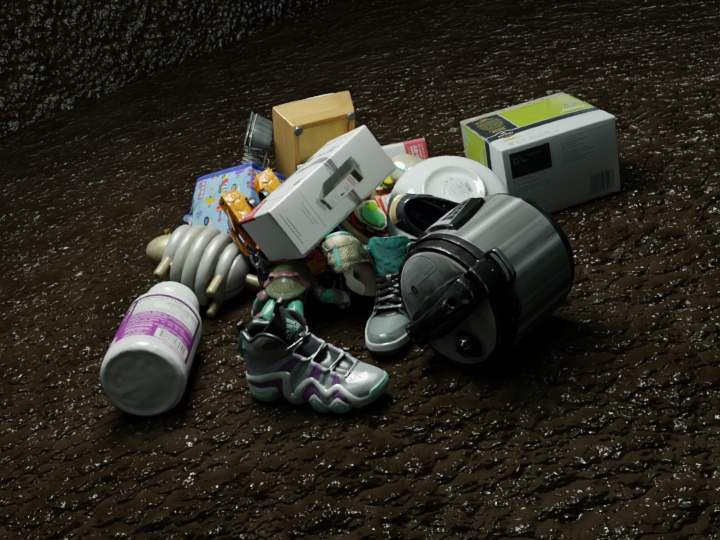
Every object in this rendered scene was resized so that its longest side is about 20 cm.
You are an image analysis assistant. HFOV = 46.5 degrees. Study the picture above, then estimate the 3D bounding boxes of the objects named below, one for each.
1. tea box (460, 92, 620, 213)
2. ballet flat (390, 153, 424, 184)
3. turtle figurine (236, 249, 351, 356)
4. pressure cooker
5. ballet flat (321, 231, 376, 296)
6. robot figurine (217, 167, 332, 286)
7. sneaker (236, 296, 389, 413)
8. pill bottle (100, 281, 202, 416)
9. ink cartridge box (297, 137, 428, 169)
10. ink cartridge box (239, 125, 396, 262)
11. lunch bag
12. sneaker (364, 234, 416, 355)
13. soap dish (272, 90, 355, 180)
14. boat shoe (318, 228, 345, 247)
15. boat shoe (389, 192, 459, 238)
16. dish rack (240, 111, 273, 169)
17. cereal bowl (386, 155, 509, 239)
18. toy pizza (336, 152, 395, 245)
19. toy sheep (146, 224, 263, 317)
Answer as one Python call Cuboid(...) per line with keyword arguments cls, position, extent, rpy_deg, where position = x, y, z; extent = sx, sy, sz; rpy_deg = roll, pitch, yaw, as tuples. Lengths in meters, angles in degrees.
Cuboid(cls="tea box", position=(0.297, -0.194, 1.406), extent=(0.197, 0.135, 0.197), rpy_deg=(-17, 27, -6))
Cuboid(cls="ballet flat", position=(0.134, -0.145, 1.394), extent=(0.198, 0.070, 0.069), rpy_deg=(9, 9, -37))
Cuboid(cls="turtle figurine", position=(-0.100, 0.043, 1.189), extent=(0.148, 0.102, 0.201), rpy_deg=(-10, 34, 22))
Cuboid(cls="pressure cooker", position=(0.144, 0.017, 1.021), extent=(0.177, 0.178, 0.199), rpy_deg=(23, 44, 40))
Cuboid(cls="ballet flat", position=(0.000, 0.000, 1.219), extent=(0.067, 0.076, 0.200), rpy_deg=(-17, -15, 17))
Cuboid(cls="robot figurine", position=(-0.128, -0.052, 1.312), extent=(0.144, 0.201, 0.058), rpy_deg=(-32, -3, -26))
Cuboid(cls="sneaker", position=(-0.068, 0.094, 1.013), extent=(0.197, 0.142, 0.078), rpy_deg=(-2, 28, 25))
Cuboid(cls="pill bottle", position=(-0.277, 0.098, 1.146), extent=(0.111, 0.114, 0.201), rpy_deg=(-11, 25, 5))
Cuboid(cls="ink cartridge box", position=(0.006, -0.172, 1.497), extent=(0.198, 0.085, 0.145), rpy_deg=(-17, 10, -27))
Cuboid(cls="ink cartridge box", position=(-0.064, -0.110, 1.226), extent=(0.200, 0.083, 0.146), rpy_deg=(-45, 15, -21))
Cuboid(cls="lunch bag", position=(-0.238, -0.093, 1.457), extent=(0.198, 0.153, 0.094), rpy_deg=(-2, -11, 36))
Cuboid(cls="sneaker", position=(0.043, 0.015, 1.135), extent=(0.082, 0.122, 0.201), rpy_deg=(-5, 28, 17))
Cuboid(cls="soap dish", position=(-0.081, -0.221, 1.572), extent=(0.156, 0.202, 0.081), rpy_deg=(-17, 37, -24))
Cuboid(cls="boat shoe", position=(-0.050, -0.070, 1.421), extent=(0.071, 0.061, 0.201), rpy_deg=(-22, 27, -14))
Cuboid(cls="boat shoe", position=(0.136, -0.057, 1.158), extent=(0.197, 0.076, 0.062), rpy_deg=(19, -4, -6))
Cuboid(cls="dish rack", position=(-0.204, -0.180, 1.568), extent=(0.054, 0.202, 0.154), rpy_deg=(13, 22, -9))
Cuboid(cls="cereal bowl", position=(0.135, -0.095, 1.249), extent=(0.197, 0.084, 0.202), rpy_deg=(-1, 56, 2))
Cuboid(cls="toy pizza", position=(0.025, -0.124, 1.366), extent=(0.200, 0.201, 0.032), rpy_deg=(-36, -4, -38))
Cuboid(cls="toy sheep", position=(-0.245, -0.004, 1.321), extent=(0.198, 0.139, 0.138), rpy_deg=(21, 33, 4))
